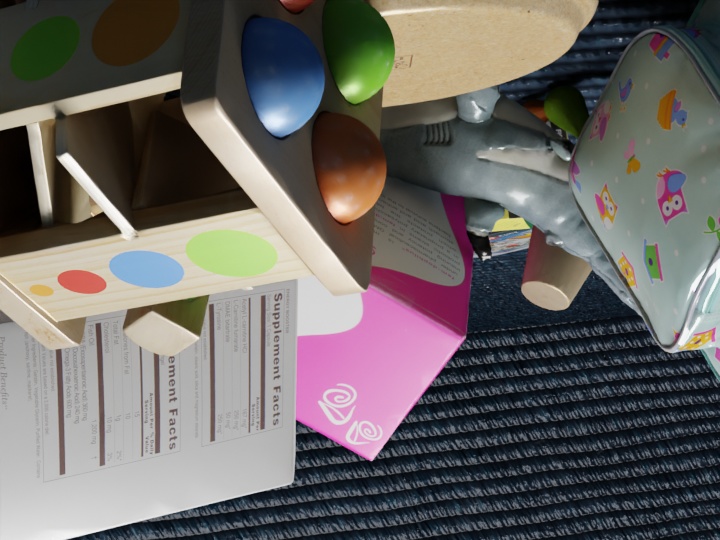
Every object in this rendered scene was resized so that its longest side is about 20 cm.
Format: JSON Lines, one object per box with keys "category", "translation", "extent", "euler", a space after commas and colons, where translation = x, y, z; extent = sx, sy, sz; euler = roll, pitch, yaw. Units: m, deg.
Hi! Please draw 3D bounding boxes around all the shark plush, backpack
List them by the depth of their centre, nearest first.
{"category": "backpack", "translation": [0.206, -0.058, 0.780], "extent": [0.153, 0.176, 0.200], "euler": [5, 132, -27]}
{"category": "shark plush", "translation": [0.082, -0.043, 0.903], "extent": [0.083, 0.200, 0.091], "euler": [-51, -172, -6]}

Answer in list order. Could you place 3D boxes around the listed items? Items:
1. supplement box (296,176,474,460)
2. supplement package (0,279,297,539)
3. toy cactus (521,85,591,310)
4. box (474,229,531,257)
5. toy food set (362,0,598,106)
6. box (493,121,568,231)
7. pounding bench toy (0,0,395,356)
{"category": "supplement box", "translation": [0.000, 0.000, 0.919], "extent": [0.101, 0.103, 0.200], "euler": [30, -154, -9]}
{"category": "supplement package", "translation": [-0.141, 0.054, 0.747], "extent": [0.200, 0.110, 0.114], "euler": [-9, -162, -34]}
{"category": "toy cactus", "translation": [0.145, -0.047, 0.977], "extent": [0.102, 0.165, 0.200], "euler": [38, 152, -25]}
{"category": "box", "translation": [0.146, -0.047, 1.455], "extent": [0.200, 0.038, 0.136], "euler": [-13, 171, 43]}
{"category": "toy food set", "translation": [0.007, -0.115, 0.712], "extent": [0.197, 0.049, 0.200], "euler": [-8, 173, 13]}
{"category": "box", "translation": [0.047, -0.062, 1.095], "extent": [0.199, 0.075, 0.050], "euler": [-4, 170, -15]}
{"category": "pounding bench toy", "translation": [-0.057, -0.045, 0.607], "extent": [0.156, 0.124, 0.200], "euler": [-10, 146, 21]}
